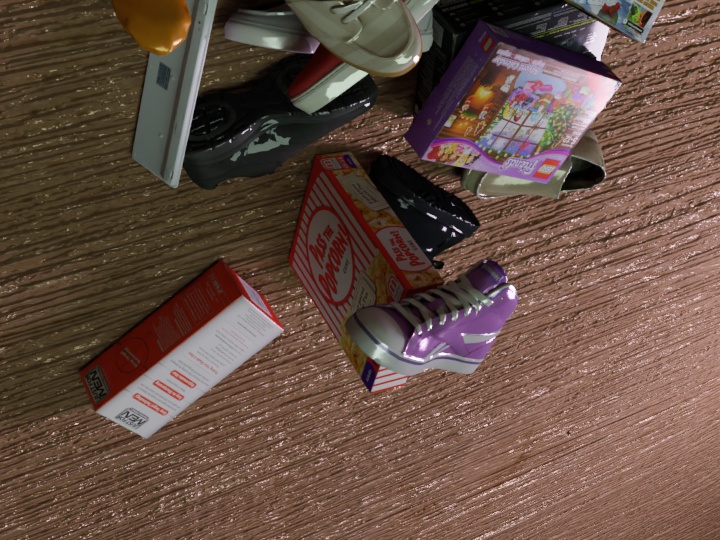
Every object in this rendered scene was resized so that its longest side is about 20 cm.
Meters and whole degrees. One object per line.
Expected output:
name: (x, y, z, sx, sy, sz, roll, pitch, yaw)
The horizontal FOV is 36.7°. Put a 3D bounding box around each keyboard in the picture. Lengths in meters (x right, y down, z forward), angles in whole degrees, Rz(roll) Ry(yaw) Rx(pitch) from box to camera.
keyboard: (-0.160, -0.161, 0.918, 0.011, 0.056, 0.201, -29, 150, -43)

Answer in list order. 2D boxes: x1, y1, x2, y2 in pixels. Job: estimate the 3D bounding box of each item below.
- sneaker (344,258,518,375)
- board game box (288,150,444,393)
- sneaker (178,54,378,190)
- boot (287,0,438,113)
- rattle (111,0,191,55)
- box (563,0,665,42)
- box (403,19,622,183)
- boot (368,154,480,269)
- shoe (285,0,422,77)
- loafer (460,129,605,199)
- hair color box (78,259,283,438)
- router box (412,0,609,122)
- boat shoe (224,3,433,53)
sneaker: (0.072, 0.031, 0.979, 0.200, 0.073, 0.115, 5, 126, -55)
board game box: (0.000, 0.000, 1.111, 0.046, 0.200, 0.152, -11, 138, -29)
sneaker: (-0.079, -0.136, 1.011, 0.199, 0.076, 0.091, -18, 149, -7)
boot: (-0.019, -0.239, 0.883, 0.144, 0.072, 0.200, 43, 85, -17)
rattle: (-0.129, -0.277, 0.741, 0.130, 0.143, 0.200, 28, 120, -32)
box: (0.218, -0.312, 0.996, 0.199, 0.040, 0.137, 19, 104, -34)
box: (0.154, -0.161, 1.078, 0.199, 0.039, 0.137, 5, 130, -43)
boot: (0.031, -0.031, 1.217, 0.162, 0.074, 0.198, -43, 145, 17)
shoe: (-0.033, -0.224, 0.828, 0.070, 0.200, 0.053, -46, 179, 7)
loafer: (0.207, -0.119, 1.255, 0.199, 0.068, 0.076, -15, 141, -26)
hair color box: (-0.193, 0.088, 1.178, 0.200, 0.061, 0.102, -38, 145, 3)
router box: (0.155, -0.217, 1.101, 0.199, 0.062, 0.150, -20, 141, -21)
boat shoe: (-0.023, -0.226, 0.949, 0.199, 0.072, 0.069, -4, 107, -21)
